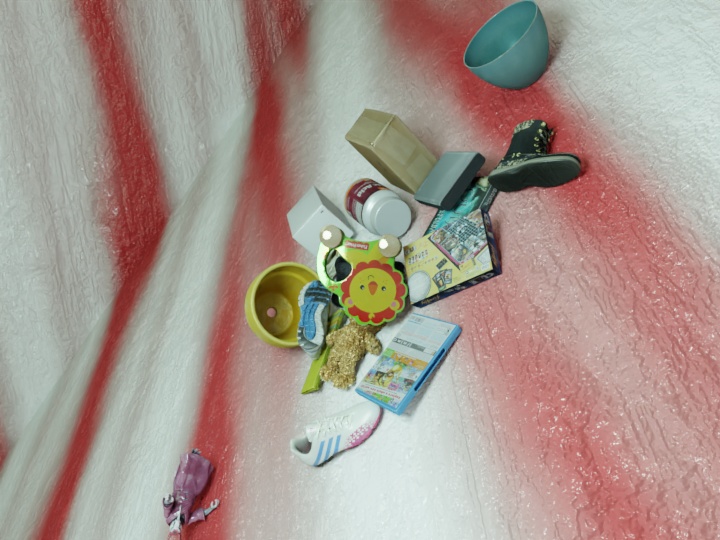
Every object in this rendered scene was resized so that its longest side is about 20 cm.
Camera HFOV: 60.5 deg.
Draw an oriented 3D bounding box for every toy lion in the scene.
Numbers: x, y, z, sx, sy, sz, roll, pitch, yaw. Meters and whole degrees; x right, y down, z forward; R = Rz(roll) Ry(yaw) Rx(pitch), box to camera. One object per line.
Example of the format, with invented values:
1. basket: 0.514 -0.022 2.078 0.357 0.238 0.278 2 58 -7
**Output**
1. toy lion: 0.003 0.014 1.283 0.069 0.198 0.194 13 -94 -83

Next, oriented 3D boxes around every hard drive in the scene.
1. hard drive: 0.197 -0.206 1.403 0.140 0.033 0.200 -55 15 2

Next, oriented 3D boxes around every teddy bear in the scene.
1. teddy bear: -0.020 0.158 1.324 0.200 0.067 0.145 -51 32 2

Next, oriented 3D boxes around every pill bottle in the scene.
1. pill bottle: 0.041 -0.154 1.528 0.114 0.114 0.200 -50 30 2

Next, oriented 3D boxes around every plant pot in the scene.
1. plant pot: 0.362 -0.507 1.451 0.200 0.135 0.201 -34 33 27
2. plant pot: -0.198 0.095 1.525 0.189 0.200 0.202 -25 36 62

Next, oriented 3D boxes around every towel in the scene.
1. towel: -0.085 0.187 1.417 0.086 0.018 0.201 -39 27 59

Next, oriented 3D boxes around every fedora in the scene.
1. fedora: 0.000 0.000 1.386 0.199 0.092 0.201 -26 19 10

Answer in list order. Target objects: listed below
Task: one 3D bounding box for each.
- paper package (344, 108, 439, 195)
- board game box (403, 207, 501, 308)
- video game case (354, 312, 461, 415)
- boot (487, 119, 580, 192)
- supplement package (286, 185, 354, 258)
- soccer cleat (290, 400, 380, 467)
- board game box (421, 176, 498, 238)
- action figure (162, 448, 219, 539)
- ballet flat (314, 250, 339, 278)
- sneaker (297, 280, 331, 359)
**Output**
1. paper package: 0.081 -0.298 1.544 0.104 0.200 0.191 -51 30 1
2. board game box: 0.178 -0.022 1.238 0.199 0.034 0.137 -26 58 36
3. video game case: 0.089 0.172 1.178 0.200 0.018 0.143 -51 29 -17
4. boot: 0.360 -0.241 1.231 0.203 0.073 0.155 -4 52 53
5. supplement package: -0.114 -0.128 1.685 0.120 0.121 0.200 -46 23 8
6. soccer cleat: -0.051 0.308 1.183 0.200 0.086 0.070 -40 32 18
7. board game box: 0.213 -0.117 1.340 0.135 0.028 0.201 8 64 57
8. action figure: -0.409 0.515 1.402 0.148 0.134 0.201 -29 34 34
9. ballet flat: -0.095 0.002 1.598 0.201 0.062 0.067 -53 30 -2
10. sneaker: -0.107 0.115 1.426 0.074 0.087 0.201 2 52 7
